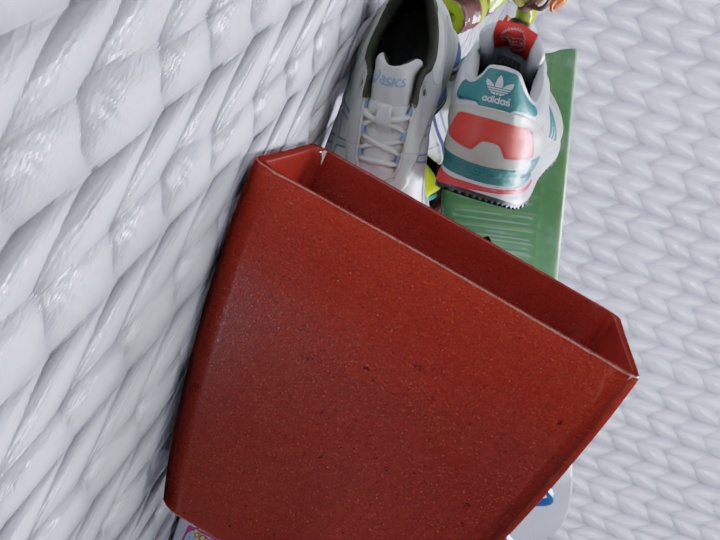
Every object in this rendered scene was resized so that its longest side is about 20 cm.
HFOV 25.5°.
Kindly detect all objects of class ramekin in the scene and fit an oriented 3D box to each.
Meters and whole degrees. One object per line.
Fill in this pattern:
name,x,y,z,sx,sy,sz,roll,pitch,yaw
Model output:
ramekin,0.122,-0.085,1.312,0.200,0.097,0.202,5,90,-83

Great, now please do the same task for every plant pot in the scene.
plant pot,0.008,0.064,0.813,0.177,0.199,0.200,-61,177,8

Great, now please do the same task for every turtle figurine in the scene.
turtle figurine,0.108,-0.206,1.140,0.161,0.064,0.201,-21,134,-46

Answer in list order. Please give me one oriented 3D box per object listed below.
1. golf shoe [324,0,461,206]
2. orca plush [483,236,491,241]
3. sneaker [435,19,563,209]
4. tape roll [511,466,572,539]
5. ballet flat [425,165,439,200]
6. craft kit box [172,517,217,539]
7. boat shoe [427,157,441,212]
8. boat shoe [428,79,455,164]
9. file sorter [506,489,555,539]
golf shoe,0.009,-0.082,0.936,0.097,0.078,0.202,83,17,-68
orca plush,0.001,0.006,0.979,0.199,0.072,0.105,-21,-176,-30
sneaker,0.096,-0.111,0.983,0.200,0.070,0.094,-58,163,-64
tape roll,0.051,0.126,1.204,0.202,0.138,0.204,165,-90,-69
ballet flat,0.020,-0.069,1.205,0.200,0.066,0.068,-56,137,-70
craft kit box,-0.100,0.210,1.026,0.200,0.048,0.199,-51,158,-78
boat shoe,0.043,-0.071,1.409,0.071,0.070,0.201,-76,173,-46
boat shoe,0.035,-0.120,1.108,0.200,0.066,0.074,67,11,-74
file sorter,0.019,0.192,0.959,0.123,0.138,0.201,49,54,-43
